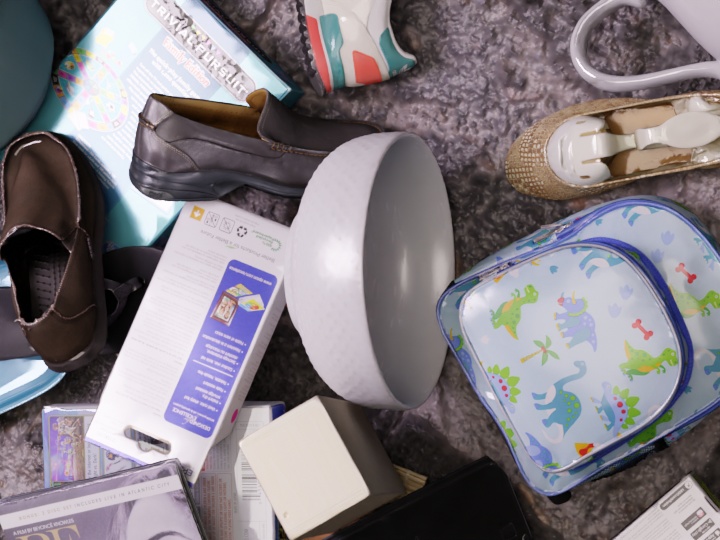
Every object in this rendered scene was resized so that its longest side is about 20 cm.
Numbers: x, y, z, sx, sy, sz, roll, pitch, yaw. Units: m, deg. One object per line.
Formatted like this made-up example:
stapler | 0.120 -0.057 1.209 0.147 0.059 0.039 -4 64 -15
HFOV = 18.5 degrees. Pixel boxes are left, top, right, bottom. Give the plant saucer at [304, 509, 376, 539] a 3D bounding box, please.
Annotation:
plant saucer | -0.075 0.214 1.666 0.199 0.037 0.202 0 91 16

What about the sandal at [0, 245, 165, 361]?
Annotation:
sandal | -0.221 0.034 1.667 0.199 0.043 0.077 -15 91 16

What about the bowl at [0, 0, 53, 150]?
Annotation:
bowl | -0.310 -0.158 1.679 0.200 0.105 0.202 -19 55 30

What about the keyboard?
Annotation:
keyboard | 0.036 0.229 1.622 0.199 0.021 0.128 -25 105 -11

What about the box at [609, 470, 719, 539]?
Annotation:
box | 0.201 0.252 1.611 0.200 0.035 0.110 -42 81 10

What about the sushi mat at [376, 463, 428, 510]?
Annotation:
sushi mat | -0.050 0.167 1.684 0.199 0.012 0.096 21 95 13

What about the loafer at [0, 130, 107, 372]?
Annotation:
loafer | -0.228 -0.026 1.622 0.073 0.071 0.201 -23 59 12

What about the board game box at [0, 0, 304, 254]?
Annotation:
board game box | -0.165 -0.115 1.694 0.151 0.047 0.200 45 100 8

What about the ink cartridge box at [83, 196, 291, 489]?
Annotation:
ink cartridge box | -0.118 0.050 1.603 0.094 0.037 0.201 21 81 16

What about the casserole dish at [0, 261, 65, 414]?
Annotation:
casserole dish | -0.307 0.060 1.735 0.199 0.039 0.122 -25 85 13

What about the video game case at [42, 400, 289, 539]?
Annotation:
video game case | -0.143 0.198 1.642 0.180 0.045 0.202 -1 91 14

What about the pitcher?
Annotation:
pitcher | 0.259 -0.181 1.557 0.199 0.121 0.173 28 96 21

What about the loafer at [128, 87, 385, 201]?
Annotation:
loafer | -0.069 -0.097 1.617 0.199 0.073 0.073 -7 121 -23

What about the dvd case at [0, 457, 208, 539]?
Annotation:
dvd case | -0.166 0.243 1.600 0.148 0.016 0.201 -14 104 18

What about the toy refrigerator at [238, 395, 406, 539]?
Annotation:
toy refrigerator | -0.026 0.138 1.531 0.070 0.200 0.076 -30 82 5

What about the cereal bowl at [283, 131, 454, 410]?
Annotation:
cereal bowl | 0.000 0.000 1.579 0.083 0.200 0.202 1 90 20

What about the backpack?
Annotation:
backpack | 0.174 0.047 1.562 0.199 0.147 0.184 -29 86 9

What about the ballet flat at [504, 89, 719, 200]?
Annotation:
ballet flat | 0.196 -0.096 1.597 0.199 0.065 0.071 -13 87 14

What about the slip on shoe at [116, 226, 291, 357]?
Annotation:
slip on shoe | -0.104 0.018 1.674 0.199 0.061 0.075 -23 86 14

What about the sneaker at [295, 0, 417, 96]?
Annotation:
sneaker | -0.006 -0.234 1.654 0.093 0.070 0.201 -8 86 -4
